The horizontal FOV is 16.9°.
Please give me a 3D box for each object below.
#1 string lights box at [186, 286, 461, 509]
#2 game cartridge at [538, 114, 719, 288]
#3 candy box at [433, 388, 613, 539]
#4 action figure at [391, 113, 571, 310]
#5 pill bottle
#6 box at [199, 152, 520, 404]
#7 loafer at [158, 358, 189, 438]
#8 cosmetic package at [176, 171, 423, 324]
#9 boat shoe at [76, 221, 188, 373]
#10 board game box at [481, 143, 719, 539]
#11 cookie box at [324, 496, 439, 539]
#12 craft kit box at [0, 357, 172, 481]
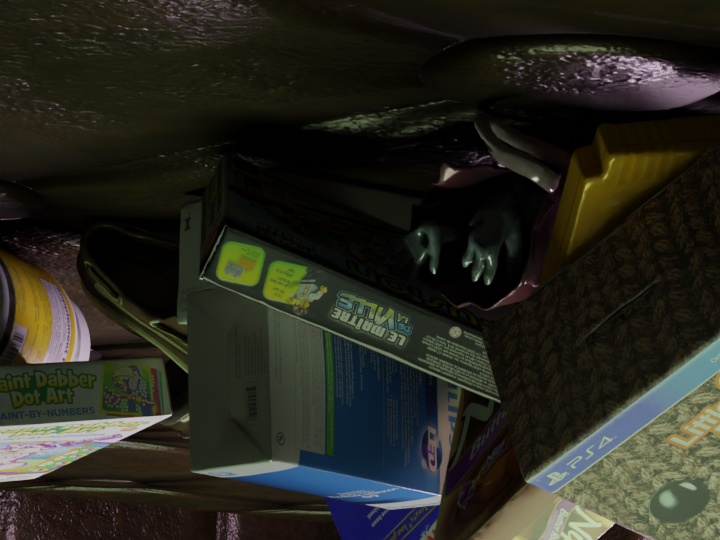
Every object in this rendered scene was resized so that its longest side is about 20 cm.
[{"bbox_3d":[-0.015,0.075,1.385,0.059,0.103,0.200,-11,163,32],"label":"string lights box"},{"bbox_3d":[0.192,-0.009,1.216,0.200,0.032,0.176,-6,139,-13],"label":"game cartridge"},{"bbox_3d":[0.102,0.090,1.363,0.056,0.200,0.117,35,123,-12],"label":"candy box"},{"bbox_3d":[0.121,-0.036,1.305,0.200,0.149,0.134,-9,-141,-29],"label":"action figure"},{"bbox_3d":[-0.260,0.039,1.644,0.114,0.114,0.200,-1,170,13],"label":"pill bottle"},{"bbox_3d":[0.010,0.007,1.320,0.200,0.035,0.110,23,-160,-13],"label":"box"},{"bbox_3d":[-0.078,0.063,1.642,0.073,0.071,0.200,-34,-170,27],"label":"loafer"},{"bbox_3d":[0.000,0.000,1.469,0.200,0.081,0.113,7,167,-33],"label":"cosmetic package"},{"bbox_3d":[-0.096,0.028,1.531,0.202,0.075,0.075,23,156,17],"label":"boat shoe"},{"bbox_3d":[0.191,0.056,1.194,0.200,0.097,0.159,27,125,-37],"label":"board game box"},{"bbox_3d":[0.049,0.114,1.611,0.075,0.200,0.171,9,137,-40],"label":"cookie box"},{"bbox_3d":[-0.256,0.102,1.571,0.200,0.049,0.198,-2,162,-35],"label":"craft kit box"}]
